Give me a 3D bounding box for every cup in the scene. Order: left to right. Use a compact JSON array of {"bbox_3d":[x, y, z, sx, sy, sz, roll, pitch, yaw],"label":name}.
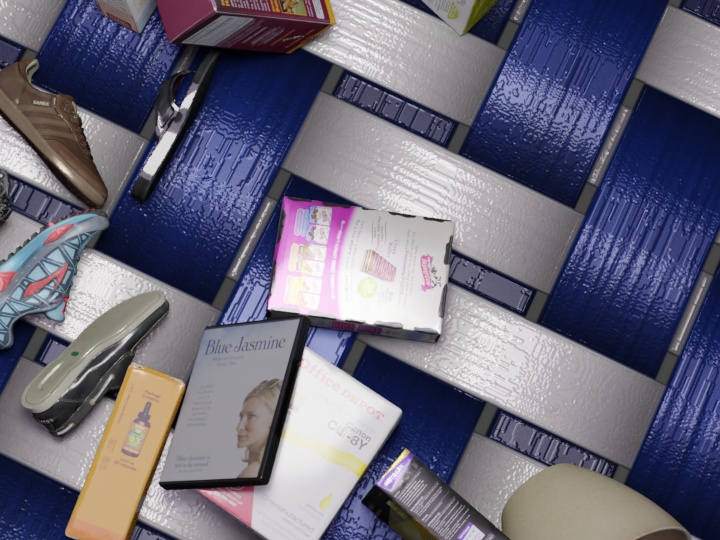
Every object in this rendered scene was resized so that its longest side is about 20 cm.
[{"bbox_3d":[0.233,0.293,1.664,0.200,0.200,0.143,-31,55,-9],"label":"cup"}]

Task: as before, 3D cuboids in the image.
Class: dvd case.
[{"bbox_3d":[-0.136,0.143,1.677,0.143,0.018,0.200,-8,53,34],"label":"dvd case"}]

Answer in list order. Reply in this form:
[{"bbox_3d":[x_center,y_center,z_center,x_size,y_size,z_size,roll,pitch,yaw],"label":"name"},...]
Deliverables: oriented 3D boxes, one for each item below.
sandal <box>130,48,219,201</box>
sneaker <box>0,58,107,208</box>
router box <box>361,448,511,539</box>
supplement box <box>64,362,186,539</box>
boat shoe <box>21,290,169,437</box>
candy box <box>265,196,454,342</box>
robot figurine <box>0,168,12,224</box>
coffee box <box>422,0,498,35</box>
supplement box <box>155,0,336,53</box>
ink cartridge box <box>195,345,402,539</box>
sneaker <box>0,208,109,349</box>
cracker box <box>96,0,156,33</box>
[{"bbox_3d":[-0.222,-0.176,1.781,0.048,0.075,0.200,28,78,-2],"label":"sandal"},{"bbox_3d":[-0.345,-0.162,1.773,0.076,0.070,0.200,-42,84,-12],"label":"sneaker"},{"bbox_3d":[0.081,0.269,1.639,0.157,0.200,0.052,40,77,6],"label":"router box"},{"bbox_3d":[-0.254,0.205,1.692,0.067,0.069,0.200,21,85,2],"label":"supplement box"},{"bbox_3d":[-0.287,0.101,1.732,0.200,0.072,0.068,-46,122,-18],"label":"boat shoe"},{"bbox_3d":[0.000,0.000,1.764,0.200,0.061,0.136,9,77,-1],"label":"candy box"},{"bbox_3d":[-0.479,-0.047,1.746,0.145,0.058,0.200,21,78,1],"label":"robot figurine"},{"bbox_3d":[0.126,-0.432,1.796,0.198,0.200,0.200,43,79,5],"label":"coffee box"},{"bbox_3d":[-0.135,-0.318,1.757,0.200,0.086,0.110,-4,73,-49],"label":"supplement box"},{"bbox_3d":[-0.067,0.200,1.704,0.145,0.083,0.200,34,78,5],"label":"ink cartridge box"},{"bbox_3d":[-0.353,0.012,1.741,0.200,0.079,0.096,-39,92,-2],"label":"sneaker"},{"bbox_3d":[-0.256,-0.373,1.758,0.058,0.200,0.134,26,77,8],"label":"cracker box"}]
